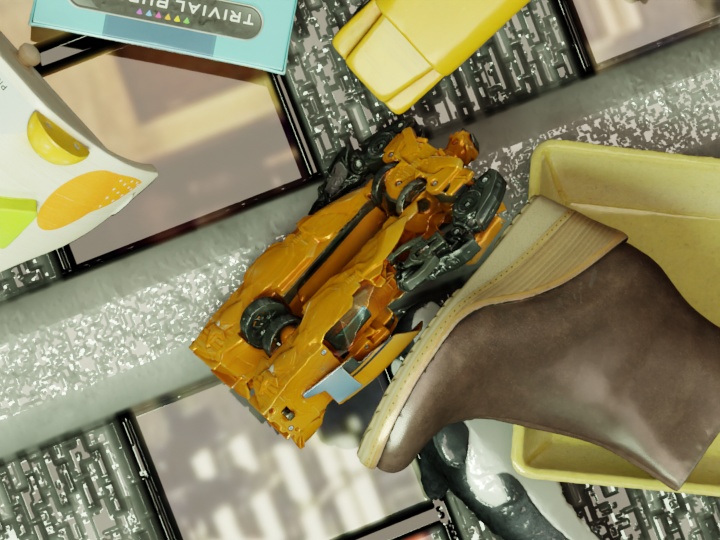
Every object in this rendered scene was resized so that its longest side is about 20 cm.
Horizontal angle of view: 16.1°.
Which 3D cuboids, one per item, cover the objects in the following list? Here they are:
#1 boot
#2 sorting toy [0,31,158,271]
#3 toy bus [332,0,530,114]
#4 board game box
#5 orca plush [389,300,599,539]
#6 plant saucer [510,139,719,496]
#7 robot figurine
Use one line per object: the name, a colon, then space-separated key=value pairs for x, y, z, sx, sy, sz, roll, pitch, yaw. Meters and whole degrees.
boot: x=0.112 y=0.070 z=1.418 sx=0.166 sy=0.072 sz=0.200 roll=38 pitch=72 yaw=4
sorting toy: x=-0.252 y=-0.065 z=1.452 sx=0.180 sy=0.107 sz=0.200 roll=-41 pitch=94 yaw=14
toy bus: x=0.073 y=-0.175 z=1.465 sx=0.200 sy=0.078 sz=0.065 roll=-42 pitch=95 yaw=12
board game box: x=-0.100 y=-0.226 z=1.473 sx=0.151 sy=0.047 sz=0.201 roll=11 pitch=95 yaw=-6
orca plush: x=0.072 y=0.114 z=1.504 sx=0.200 sy=0.071 sz=0.105 roll=45 pitch=40 yaw=-14
plant saucer: x=0.188 y=0.034 z=1.499 sx=0.199 sy=0.048 sz=0.201 roll=6 pitch=78 yaw=-6
robot figurine: x=0.000 y=0.000 z=1.458 sx=0.200 sy=0.145 sz=0.058 roll=-46 pitch=128 yaw=-5
